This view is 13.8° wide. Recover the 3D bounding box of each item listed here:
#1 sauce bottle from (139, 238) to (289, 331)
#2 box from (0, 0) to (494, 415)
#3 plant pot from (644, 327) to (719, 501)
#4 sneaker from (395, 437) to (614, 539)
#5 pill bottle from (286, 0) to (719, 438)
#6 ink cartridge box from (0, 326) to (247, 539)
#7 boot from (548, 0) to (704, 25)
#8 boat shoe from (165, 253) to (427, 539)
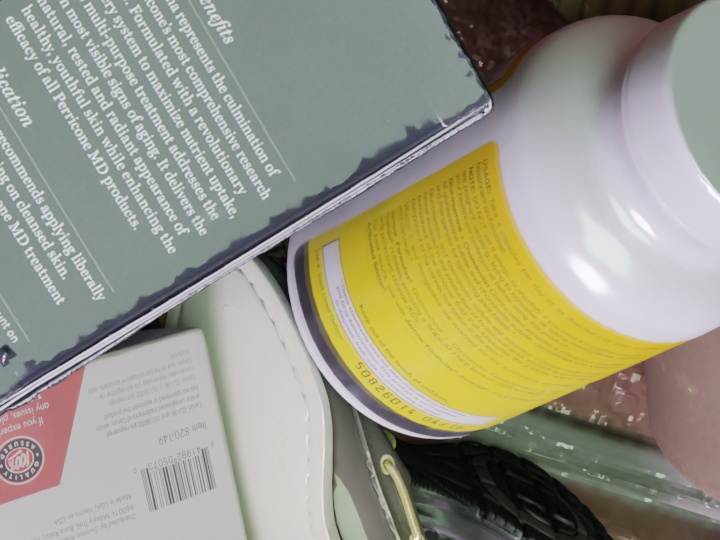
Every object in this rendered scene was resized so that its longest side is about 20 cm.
[{"bbox_3d":[0.000,0.000,1.138,0.200,0.066,0.066,-19,111,-10],"label":"sauce bottle"},{"bbox_3d":[-0.084,-0.070,1.015,0.197,0.200,0.124,-30,107,-4],"label":"box"},{"bbox_3d":[0.182,0.000,1.130,0.200,0.200,0.175,1,124,-15],"label":"plant pot"},{"bbox_3d":[0.019,0.112,1.181,0.200,0.076,0.091,22,110,-13],"label":"sneaker"},{"bbox_3d":[0.071,-0.019,1.002,0.112,0.200,0.112,14,65,-32],"label":"pill bottle"},{"bbox_3d":[-0.097,0.130,1.044,0.116,0.067,0.200,-16,97,-41],"label":"ink cartridge box"},{"bbox_3d":[0.149,-0.129,1.087,0.200,0.166,0.072,13,128,-16],"label":"boot"},{"bbox_3d":[-0.015,0.086,1.081,0.060,0.072,0.202,-15,86,-52],"label":"boat shoe"}]
